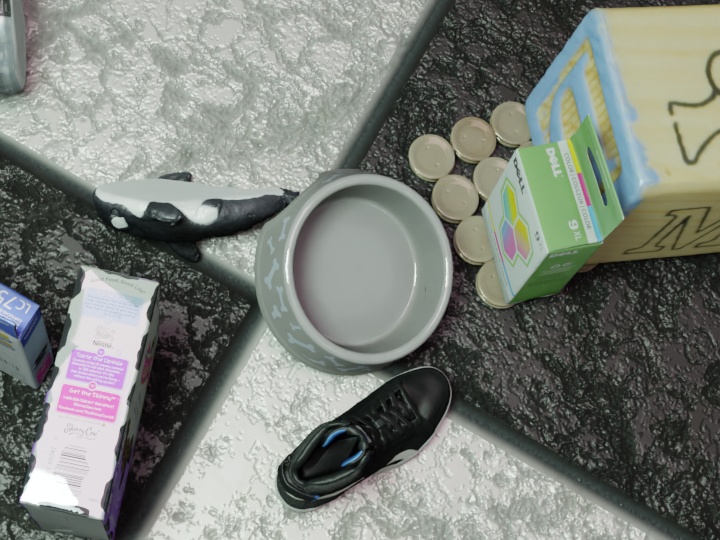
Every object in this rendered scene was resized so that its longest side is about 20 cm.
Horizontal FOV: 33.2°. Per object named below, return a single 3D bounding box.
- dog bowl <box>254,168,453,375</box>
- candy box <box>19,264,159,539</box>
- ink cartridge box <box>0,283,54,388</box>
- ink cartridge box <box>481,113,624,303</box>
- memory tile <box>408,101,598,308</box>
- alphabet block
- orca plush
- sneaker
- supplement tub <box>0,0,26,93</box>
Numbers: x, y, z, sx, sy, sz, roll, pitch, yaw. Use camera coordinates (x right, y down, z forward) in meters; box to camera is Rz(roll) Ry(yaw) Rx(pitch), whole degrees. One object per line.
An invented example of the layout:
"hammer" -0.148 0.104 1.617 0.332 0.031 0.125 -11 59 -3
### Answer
"dog bowl" 0.000 0.000 1.147 0.197 0.059 0.203 2 86 -22
"candy box" -0.228 0.120 1.044 0.070 0.168 0.203 12 71 -5
"ink cartridge box" -0.329 0.037 1.038 0.118 0.200 0.042 28 71 1
"ink cartridge box" 0.173 -0.052 1.128 0.058 0.200 0.105 -10 72 -12
"memory tile" 0.151 -0.070 1.247 0.152 0.017 0.202 -24 77 -15
"alphabet block" 0.299 -0.131 1.185 0.197 0.197 0.198 -4 72 -16
"orca plush" -0.159 -0.048 1.181 0.197 0.072 0.105 -7 28 -21
"sneaker" 0.014 0.150 1.102 0.199 0.112 0.073 -35 81 -17
"supplement tub" -0.425 -0.228 1.151 0.197 0.123 0.124 -4 72 -9
